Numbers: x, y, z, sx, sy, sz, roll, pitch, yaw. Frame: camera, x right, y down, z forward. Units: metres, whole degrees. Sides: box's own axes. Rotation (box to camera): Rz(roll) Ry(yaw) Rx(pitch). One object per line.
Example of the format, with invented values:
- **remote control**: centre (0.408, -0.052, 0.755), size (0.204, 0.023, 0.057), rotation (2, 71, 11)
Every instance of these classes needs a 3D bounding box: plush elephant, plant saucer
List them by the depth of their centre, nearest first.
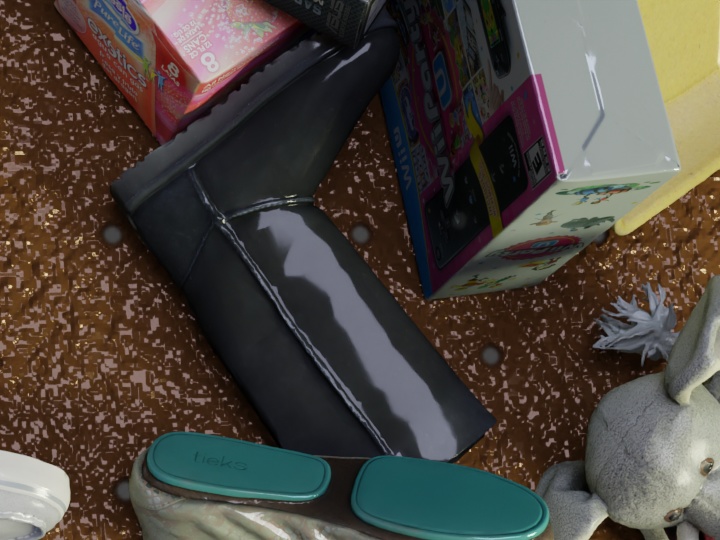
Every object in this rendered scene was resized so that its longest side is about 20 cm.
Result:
- **plush elephant**: centre (0.169, 0.090, 1.238), size (0.200, 0.165, 0.155), rotation (38, 27, 14)
- **plant saucer**: centre (0.154, -0.143, 1.290), size (0.200, 0.048, 0.201), rotation (-32, 128, -49)

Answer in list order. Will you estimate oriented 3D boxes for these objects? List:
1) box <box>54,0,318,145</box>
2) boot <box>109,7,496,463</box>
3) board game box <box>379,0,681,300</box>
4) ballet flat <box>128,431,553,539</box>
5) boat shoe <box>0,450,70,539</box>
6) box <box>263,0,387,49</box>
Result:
- **box**: centre (-0.038, -0.162, 1.290), size (0.200, 0.103, 0.095), rotation (-37, 86, -22)
- **boot**: centre (-0.001, 0.001, 1.254), size (0.165, 0.066, 0.200), rotation (-36, 82, 11)
- **board game box**: centre (0.070, -0.083, 1.244), size (0.064, 0.200, 0.148), rotation (-9, 77, -16)
- **ballet flat**: centre (-0.008, 0.117, 1.210), size (0.199, 0.063, 0.068), rotation (10, 33, 13)
- **boat shoe**: centre (-0.227, 0.120, 1.170), size (0.199, 0.072, 0.069), rotation (0, 63, -15)
- **box**: centre (-0.019, -0.223, 1.230), size (0.157, 0.051, 0.200), rotation (29, 67, 4)
